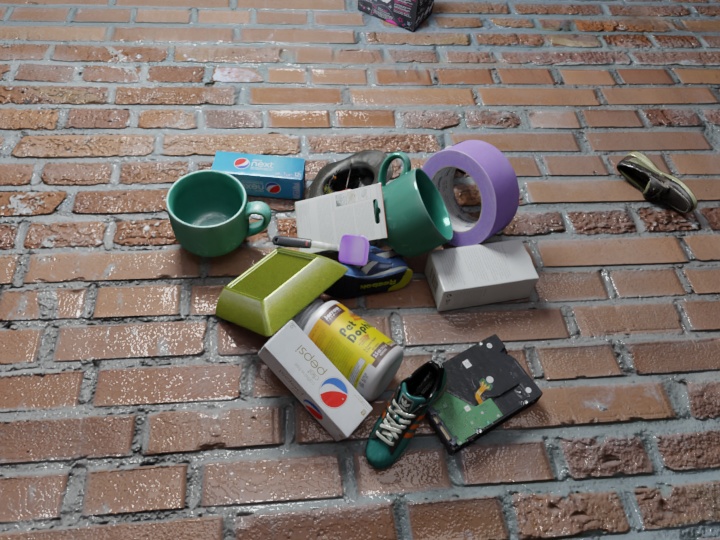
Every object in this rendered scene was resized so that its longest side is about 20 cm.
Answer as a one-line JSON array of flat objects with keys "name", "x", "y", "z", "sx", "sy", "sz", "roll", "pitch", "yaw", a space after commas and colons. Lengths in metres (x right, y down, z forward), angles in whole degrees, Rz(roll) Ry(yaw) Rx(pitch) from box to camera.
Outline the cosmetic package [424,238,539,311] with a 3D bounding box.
[{"name": "cosmetic package", "x": 0.237, "y": 0.008, "z": 1.168, "sx": 0.197, "sy": 0.072, "sz": 0.102, "roll": -7, "pitch": 55, "yaw": -10}]

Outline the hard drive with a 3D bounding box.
[{"name": "hard drive", "x": 0.200, "y": 0.213, "z": 1.034, "sx": 0.198, "sy": 0.038, "sz": 0.140, "roll": -24, "pitch": 59, "yaw": -22}]

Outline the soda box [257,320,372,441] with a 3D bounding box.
[{"name": "soda box", "x": -0.076, "y": 0.183, "z": 0.974, "sx": 0.200, "sy": 0.064, "sz": 0.068, "roll": 47, "pitch": 61, "yaw": 2}]

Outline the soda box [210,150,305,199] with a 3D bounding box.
[{"name": "soda box", "x": -0.221, "y": -0.208, "z": 1.291, "sx": 0.197, "sy": 0.065, "sz": 0.069, "roll": 5, "pitch": 52, "yaw": -2}]

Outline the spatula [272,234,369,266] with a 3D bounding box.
[{"name": "spatula", "x": -0.077, "y": -0.048, "z": 1.118, "sx": 0.197, "sy": 0.021, "sz": 0.057, "roll": 8, "pitch": 87, "yaw": 13}]

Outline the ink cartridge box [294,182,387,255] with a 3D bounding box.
[{"name": "ink cartridge box", "x": -0.032, "y": -0.096, "z": 1.149, "sx": 0.197, "sy": 0.050, "sz": 0.111, "roll": -9, "pitch": 84, "yaw": 28}]

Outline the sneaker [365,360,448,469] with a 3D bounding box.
[{"name": "sneaker", "x": 0.069, "y": 0.228, "z": 0.957, "sx": 0.071, "sy": 0.080, "sz": 0.201, "roll": 31, "pitch": 77, "yaw": 25}]

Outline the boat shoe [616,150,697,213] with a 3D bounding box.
[{"name": "boat shoe", "x": 0.681, "y": -0.195, "z": 1.366, "sx": 0.064, "sy": 0.074, "sz": 0.200, "roll": -33, "pitch": 58, "yaw": -13}]

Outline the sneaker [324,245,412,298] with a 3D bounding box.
[{"name": "sneaker", "x": 0.000, "y": 0.000, "z": 1.155, "sx": 0.197, "sy": 0.074, "sz": 0.083, "roll": -5, "pitch": 54, "yaw": -19}]

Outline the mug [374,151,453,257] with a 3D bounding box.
[{"name": "mug", "x": 0.093, "y": -0.118, "z": 1.157, "sx": 0.113, "sy": 0.152, "sz": 0.187, "roll": -26, "pitch": 57, "yaw": 24}]

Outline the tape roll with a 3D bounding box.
[{"name": "tape roll", "x": 0.216, "y": -0.156, "z": 1.199, "sx": 0.084, "sy": 0.202, "sz": 0.200, "roll": -26, "pitch": 58, "yaw": -38}]

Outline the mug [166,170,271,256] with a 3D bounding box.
[{"name": "mug", "x": -0.285, "y": -0.096, "z": 1.162, "sx": 0.184, "sy": 0.115, "sz": 0.152, "roll": 33, "pitch": 57, "yaw": 18}]

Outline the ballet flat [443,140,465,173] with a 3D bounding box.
[{"name": "ballet flat", "x": 0.203, "y": -0.245, "z": 1.304, "sx": 0.072, "sy": 0.074, "sz": 0.200, "roll": -1, "pitch": 9, "yaw": -5}]

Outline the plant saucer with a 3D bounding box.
[{"name": "plant saucer", "x": -0.155, "y": 0.022, "z": 1.073, "sx": 0.199, "sy": 0.048, "sz": 0.199, "roll": -40, "pitch": 31, "yaw": -29}]

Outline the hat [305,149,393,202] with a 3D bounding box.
[{"name": "hat", "x": -0.014, "y": -0.167, "z": 1.262, "sx": 0.198, "sy": 0.081, "sz": 0.202, "roll": -15, "pitch": 43, "yaw": 15}]

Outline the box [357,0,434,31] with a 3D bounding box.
[{"name": "box", "x": 0.109, "y": -0.822, "z": 1.745, "sx": 0.198, "sy": 0.115, "sz": 0.133, "roll": 29, "pitch": 56, "yaw": 15}]

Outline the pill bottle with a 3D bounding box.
[{"name": "pill bottle", "x": -0.030, "y": 0.128, "z": 1.030, "sx": 0.199, "sy": 0.110, "sz": 0.109, "roll": 34, "pitch": 57, "yaw": 19}]
